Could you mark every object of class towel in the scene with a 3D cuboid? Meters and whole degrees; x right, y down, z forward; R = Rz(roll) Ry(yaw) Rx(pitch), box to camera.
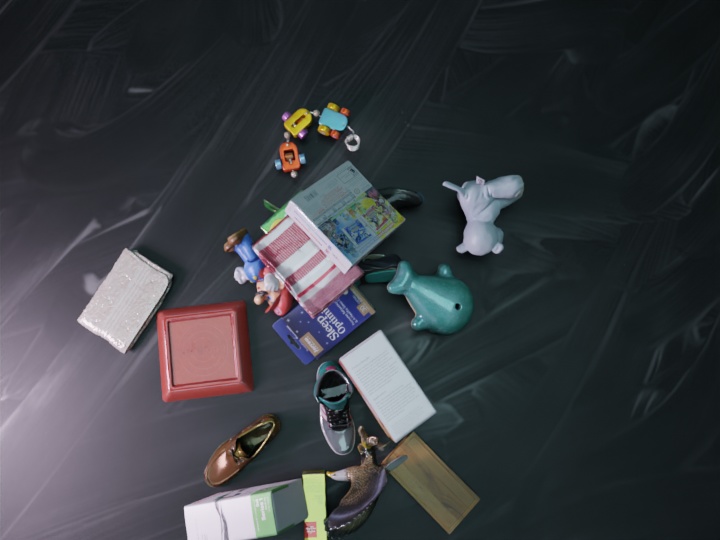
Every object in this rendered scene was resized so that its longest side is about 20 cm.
[{"bbox_3d":[-0.509,0.062,1.511,0.132,0.034,0.201,32,82,4],"label":"towel"},{"bbox_3d":[-0.108,-0.021,1.425,0.144,0.023,0.200,-41,85,-8],"label":"towel"}]

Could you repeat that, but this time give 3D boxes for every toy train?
[{"bbox_3d":[-0.105,-0.296,1.578,0.198,0.056,0.151,-16,83,-2],"label":"toy train"}]

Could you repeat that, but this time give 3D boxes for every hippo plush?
[{"bbox_3d":[0.283,-0.116,1.506,0.158,0.200,0.162,-7,89,18],"label":"hippo plush"}]

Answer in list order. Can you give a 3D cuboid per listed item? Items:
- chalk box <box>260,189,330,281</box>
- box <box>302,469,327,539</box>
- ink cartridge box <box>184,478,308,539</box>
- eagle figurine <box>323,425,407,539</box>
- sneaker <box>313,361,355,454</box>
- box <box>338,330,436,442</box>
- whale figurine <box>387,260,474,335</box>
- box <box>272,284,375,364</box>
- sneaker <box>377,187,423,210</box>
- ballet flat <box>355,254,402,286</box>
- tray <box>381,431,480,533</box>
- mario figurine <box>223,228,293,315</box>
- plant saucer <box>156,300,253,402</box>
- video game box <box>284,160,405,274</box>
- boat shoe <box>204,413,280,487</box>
[{"bbox_3d":[-0.132,-0.083,1.505,0.124,0.125,0.200,-41,86,-8],"label":"chalk box"},{"bbox_3d":[-0.093,0.521,1.437,0.050,0.075,0.202,-1,82,-3],"label":"box"},{"bbox_3d":[-0.226,0.479,1.370,0.198,0.146,0.085,-15,79,17],"label":"ink cartridge box"},{"bbox_3d":[-0.002,0.437,1.397,0.151,0.150,0.201,35,51,-37],"label":"eagle figurine"},{"bbox_3d":[-0.049,0.288,1.451,0.083,0.121,0.202,-12,82,-5],"label":"sneaker"},{"bbox_3d":[0.051,0.240,1.448,0.106,0.152,0.201,-34,83,-7],"label":"box"},{"bbox_3d":[0.157,0.057,1.485,0.199,0.104,0.160,33,80,-19],"label":"whale figurine"},{"bbox_3d":[-0.080,0.104,1.492,0.200,0.032,0.121,-40,98,6],"label":"box"},{"bbox_3d":[0.043,-0.144,1.556,0.198,0.073,0.083,-1,89,6],"label":"sneaker"},{"bbox_3d":[0.000,0.000,1.533,0.198,0.073,0.074,-10,81,2],"label":"ballet flat"},{"bbox_3d":[0.149,0.450,1.478,0.200,0.037,0.099,45,82,4],"label":"tray"},{"bbox_3d":[-0.225,0.016,1.478,0.106,0.123,0.201,-38,89,10],"label":"mario figurine"},{"bbox_3d":[-0.340,0.173,1.500,0.198,0.037,0.202,-6,82,-3],"label":"plant saucer"},{"bbox_3d":[-0.028,-0.115,1.446,0.182,0.047,0.200,45,50,6],"label":"video game box"},{"bbox_3d":[-0.253,0.375,1.454,0.072,0.068,0.200,44,83,3],"label":"boat shoe"}]
